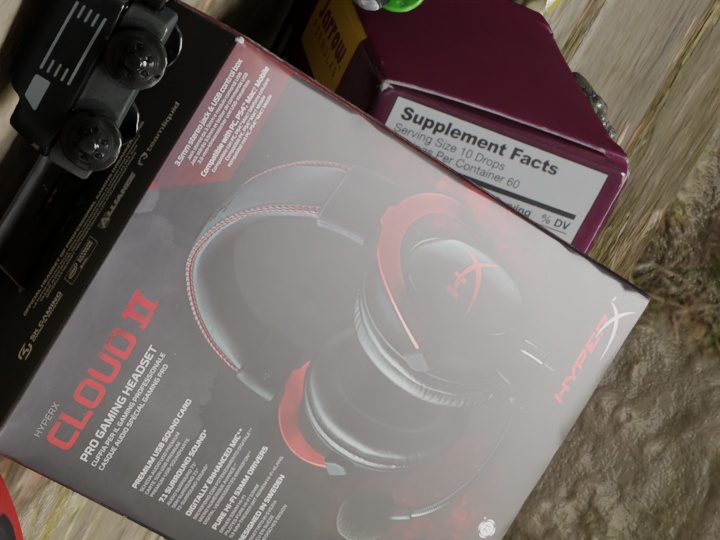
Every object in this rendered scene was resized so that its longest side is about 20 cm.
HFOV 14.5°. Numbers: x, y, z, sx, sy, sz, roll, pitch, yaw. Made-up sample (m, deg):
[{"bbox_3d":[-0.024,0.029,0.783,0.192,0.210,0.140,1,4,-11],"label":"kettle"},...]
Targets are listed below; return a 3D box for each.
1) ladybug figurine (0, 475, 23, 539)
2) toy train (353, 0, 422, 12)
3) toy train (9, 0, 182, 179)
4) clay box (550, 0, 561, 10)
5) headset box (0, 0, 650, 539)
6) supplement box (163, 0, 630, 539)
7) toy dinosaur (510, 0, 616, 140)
[{"bbox_3d":[-0.153,0.119,0.887,0.136,0.072,0.200,-51,168,-36],"label":"ladybug figurine"},{"bbox_3d":[0.043,-0.178,1.018,0.200,0.056,0.042,-55,165,-17],"label":"toy train"},{"bbox_3d":[-0.046,-0.117,0.792,0.200,0.046,0.034,-59,-178,19],"label":"toy train"},{"bbox_3d":[0.087,-0.171,1.278,0.200,0.048,0.115,-44,162,-57],"label":"clay box"},{"bbox_3d":[-0.030,0.017,0.913,0.149,0.200,0.075,-58,-151,1],"label":"headset box"},{"bbox_3d":[0.000,0.000,1.058,0.200,0.103,0.131,-63,-158,22],"label":"supplement box"},{"bbox_3d":[0.051,-0.071,1.161,0.200,0.088,0.047,-39,152,2],"label":"toy dinosaur"}]
